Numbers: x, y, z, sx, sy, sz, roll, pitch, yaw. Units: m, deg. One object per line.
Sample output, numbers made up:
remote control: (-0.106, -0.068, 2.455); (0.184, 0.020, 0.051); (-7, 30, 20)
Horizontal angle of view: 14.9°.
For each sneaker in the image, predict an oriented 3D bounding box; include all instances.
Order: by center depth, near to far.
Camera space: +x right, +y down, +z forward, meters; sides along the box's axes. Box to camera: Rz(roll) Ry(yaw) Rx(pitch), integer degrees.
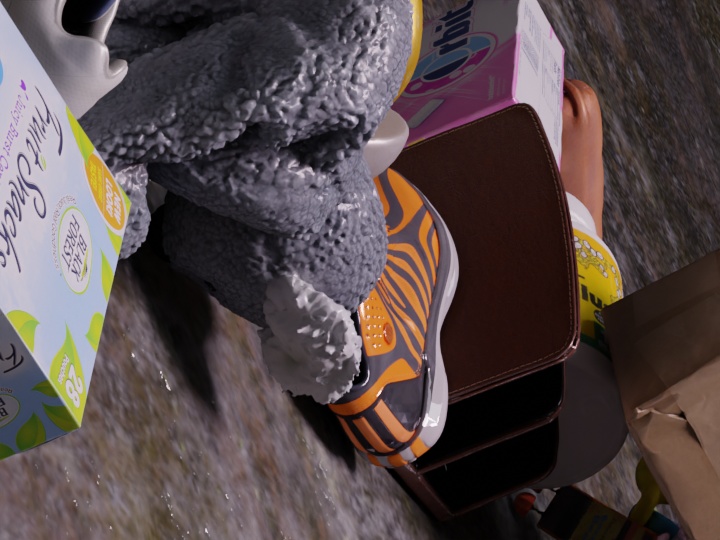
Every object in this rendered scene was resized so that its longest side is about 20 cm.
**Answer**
sneaker: (-0.144, -0.135, 1.219); (0.074, 0.087, 0.201); (41, 30, -52)
sneaker: (0.000, 0.000, 1.501); (0.112, 0.077, 0.201); (51, 23, -45)

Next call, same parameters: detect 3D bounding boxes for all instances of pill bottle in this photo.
pill bottle: (0.112, 0.035, 1.738); (0.113, 0.112, 0.200); (57, 20, -29)

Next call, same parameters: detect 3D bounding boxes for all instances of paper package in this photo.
paper package: (0.228, 0.102, 1.586); (0.191, 0.103, 0.200); (59, 9, -15)

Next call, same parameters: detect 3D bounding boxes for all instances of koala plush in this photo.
koala plush: (-0.044, -0.044, 1.304); (0.178, 0.183, 0.200); (-92, 165, -49)

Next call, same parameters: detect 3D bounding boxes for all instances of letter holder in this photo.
letter holder: (0.075, 0.019, 1.593); (0.101, 0.142, 0.200); (50, 23, -43)

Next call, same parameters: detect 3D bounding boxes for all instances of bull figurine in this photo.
bull figurine: (0.128, -0.051, 1.893); (0.121, 0.065, 0.201); (44, -43, 49)

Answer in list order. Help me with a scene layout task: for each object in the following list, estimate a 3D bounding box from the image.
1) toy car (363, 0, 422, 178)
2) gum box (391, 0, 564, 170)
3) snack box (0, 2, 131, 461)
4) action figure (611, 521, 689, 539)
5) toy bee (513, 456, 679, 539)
toy car: (-0.046, -0.150, 1.447); (0.200, 0.149, 0.176); (-127, -134, -61)
gum box: (0.067, -0.108, 1.775); (0.066, 0.113, 0.200); (59, 19, -23)
snack box: (-0.171, -0.048, 1.061); (0.200, 0.067, 0.169); (60, 18, -28)
action figure: (0.158, 0.238, 1.587); (0.149, 0.134, 0.200); (54, 24, -39)
toy bee: (0.149, 0.174, 1.726); (0.109, 0.200, 0.131); (33, 66, -15)
